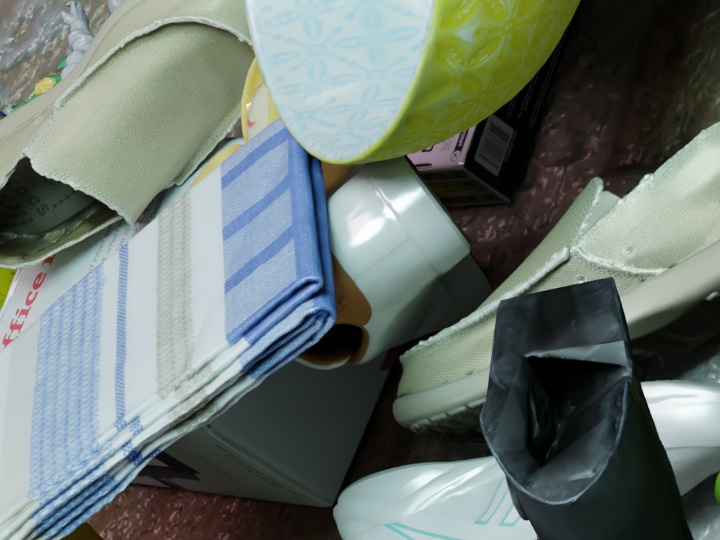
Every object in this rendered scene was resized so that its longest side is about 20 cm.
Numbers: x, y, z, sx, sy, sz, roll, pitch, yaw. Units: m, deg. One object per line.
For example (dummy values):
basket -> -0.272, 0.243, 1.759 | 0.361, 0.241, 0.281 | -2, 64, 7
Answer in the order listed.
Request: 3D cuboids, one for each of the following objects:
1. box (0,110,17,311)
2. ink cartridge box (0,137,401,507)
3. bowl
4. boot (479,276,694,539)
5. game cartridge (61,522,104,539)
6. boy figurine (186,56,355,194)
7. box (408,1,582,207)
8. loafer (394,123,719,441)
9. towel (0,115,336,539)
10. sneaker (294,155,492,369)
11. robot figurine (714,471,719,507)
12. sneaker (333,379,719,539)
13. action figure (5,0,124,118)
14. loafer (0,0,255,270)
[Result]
box -> -0.238, -0.032, 1.461 | 0.122, 0.200, 0.193 | -53, 34, 6
ink cartridge box -> -0.074, 0.020, 1.321 | 0.200, 0.083, 0.145 | 2, 63, 52
bowl -> 0.037, -0.140, 1.076 | 0.200, 0.107, 0.201 | 176, 90, -67
boot -> 0.095, 0.123, 0.929 | 0.066, 0.200, 0.165 | -17, 42, 1
game cartridge -> -0.120, 0.157, 1.189 | 0.032, 0.176, 0.200 | -34, 38, 6
boy figurine -> -0.064, -0.008, 1.196 | 0.200, 0.064, 0.124 | -53, 16, 8
box -> 0.053, -0.124, 1.329 | 0.110, 0.035, 0.200 | -2, 61, 50
loafer -> 0.097, 0.004, 1.115 | 0.200, 0.076, 0.068 | -28, 64, 22
towel -> -0.087, 0.034, 1.103 | 0.200, 0.024, 0.147 | -39, 27, 17
sneaker -> 0.000, 0.000, 1.171 | 0.085, 0.200, 0.073 | -38, 79, 1
robot figurine -> 0.187, 0.077, 0.920 | 0.175, 0.116, 0.200 | -29, 40, 62
sneaker -> 0.077, 0.098, 1.104 | 0.200, 0.070, 0.080 | -27, 62, 37
action figure -> -0.141, -0.090, 1.446 | 0.118, 0.055, 0.200 | -57, 3, 17
loafer -> -0.106, -0.059, 1.295 | 0.200, 0.076, 0.068 | -37, 35, 36
